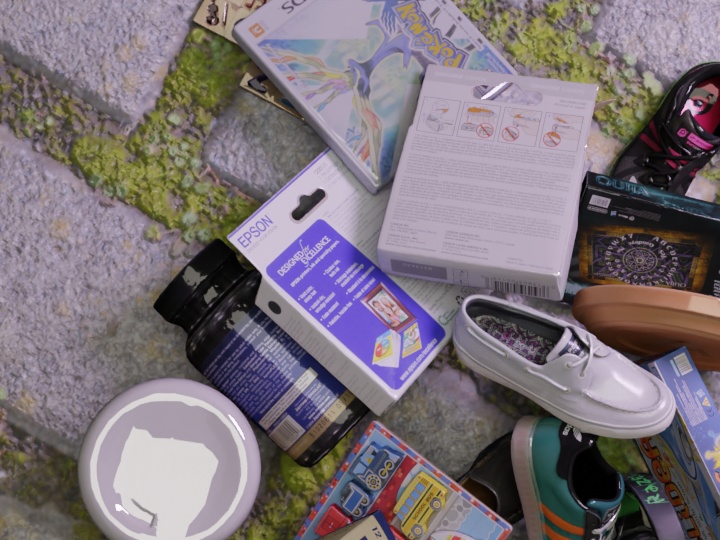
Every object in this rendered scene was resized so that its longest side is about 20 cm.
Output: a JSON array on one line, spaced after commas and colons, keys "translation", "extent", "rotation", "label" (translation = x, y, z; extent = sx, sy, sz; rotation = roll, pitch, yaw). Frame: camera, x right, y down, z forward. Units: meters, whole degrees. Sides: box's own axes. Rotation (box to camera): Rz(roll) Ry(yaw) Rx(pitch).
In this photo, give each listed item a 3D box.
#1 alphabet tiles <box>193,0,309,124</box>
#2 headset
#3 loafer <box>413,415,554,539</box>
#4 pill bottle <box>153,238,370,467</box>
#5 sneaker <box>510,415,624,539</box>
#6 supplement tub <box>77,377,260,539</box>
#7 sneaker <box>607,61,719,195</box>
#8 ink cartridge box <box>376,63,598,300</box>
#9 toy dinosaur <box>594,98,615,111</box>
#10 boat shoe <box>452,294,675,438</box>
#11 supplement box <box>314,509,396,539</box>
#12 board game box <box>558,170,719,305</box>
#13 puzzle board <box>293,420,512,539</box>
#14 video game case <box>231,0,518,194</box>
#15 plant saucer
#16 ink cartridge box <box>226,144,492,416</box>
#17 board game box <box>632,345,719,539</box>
[{"translation": [-0.046, -0.229, 1.485], "extent": [0.200, 0.008, 0.167], "rotation": [28, 83, 0], "label": "alphabet tiles"}, {"translation": [0.251, 0.279, 1.399], "extent": [0.094, 0.124, 0.200], "rotation": [-17, 108, -8], "label": "headset"}, {"translation": [0.118, 0.202, 1.417], "extent": [0.200, 0.072, 0.073], "rotation": [-39, 87, -8], "label": "loafer"}, {"translation": [-0.082, 0.070, 1.397], "extent": [0.200, 0.112, 0.112], "rotation": [43, 83, 1], "label": "pill bottle"}, {"translation": [0.193, 0.216, 1.380], "extent": [0.071, 0.080, 0.200], "rotation": [-46, 126, -43], "label": "sneaker"}, {"translation": [-0.157, 0.166, 1.336], "extent": [0.145, 0.200, 0.146], "rotation": [1, 84, -5], "label": "supplement tub"}, {"translation": [0.286, -0.111, 1.457], "extent": [0.077, 0.084, 0.200], "rotation": [28, 84, 0], "label": "sneaker"}, {"translation": [0.114, -0.079, 1.386], "extent": [0.161, 0.050, 0.200], "rotation": [9, 60, 12], "label": "ink cartridge box"}, {"translation": [0.153, -0.083, 1.469], "extent": [0.101, 0.058, 0.200], "rotation": [23, 90, -16], "label": "toy dinosaur"}, {"translation": [0.171, 0.074, 1.332], "extent": [0.200, 0.069, 0.072], "rotation": [29, 64, 21], "label": "boat shoe"}, {"translation": [-0.066, 0.316, 1.296], "extent": [0.200, 0.200, 0.134], "rotation": [-28, 87, 20], "label": "supplement box"}, {"translation": [0.279, -0.007, 1.432], "extent": [0.200, 0.135, 0.028], "rotation": [15, 39, -3], "label": "board game box"}, {"translation": [0.018, 0.252, 1.374], "extent": [0.151, 0.017, 0.200], "rotation": [37, 110, 14], "label": "puzzle board"}, {"translation": [0.014, -0.197, 1.452], "extent": [0.182, 0.022, 0.200], "rotation": [-39, 83, -18], "label": "video game case"}, {"translation": [0.282, 0.055, 1.380], "extent": [0.200, 0.200, 0.032], "rotation": [13, 79, -3], "label": "plant saucer"}, {"translation": [0.000, 0.000, 1.393], "extent": [0.200, 0.043, 0.198], "rotation": [44, 46, 1], "label": "ink cartridge box"}, {"translation": [0.293, 0.170, 1.401], "extent": [0.034, 0.135, 0.200], "rotation": [-25, 85, -13], "label": "board game box"}]
